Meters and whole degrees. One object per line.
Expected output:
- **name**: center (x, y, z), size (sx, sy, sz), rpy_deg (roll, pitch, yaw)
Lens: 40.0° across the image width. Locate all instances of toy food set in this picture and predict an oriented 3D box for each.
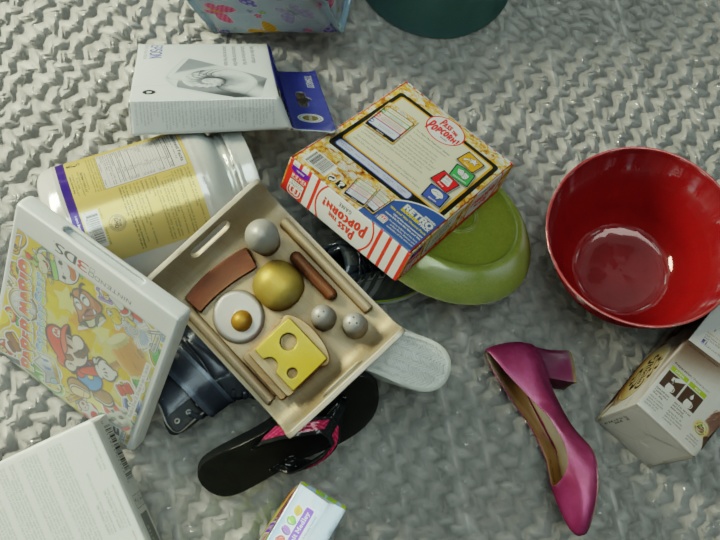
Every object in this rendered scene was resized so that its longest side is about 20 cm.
- **toy food set**: center (-0.078, 0.034, 0.904), size (0.143, 0.060, 0.200), rpy_deg (-43, 79, -5)

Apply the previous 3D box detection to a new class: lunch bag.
- **lunch bag**: center (-0.086, -0.366, 1.082), size (0.169, 0.127, 0.200), rpy_deg (4, 75, 21)

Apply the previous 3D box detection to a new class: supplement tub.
- **supplement tub**: center (-0.202, -0.058, 0.983), size (0.200, 0.145, 0.146), rpy_deg (-19, 77, -13)

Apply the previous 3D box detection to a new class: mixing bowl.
- **mixing bowl**: center (0.289, -0.019, 1.051), size (0.200, 0.108, 0.200), rpy_deg (0, 70, 1)

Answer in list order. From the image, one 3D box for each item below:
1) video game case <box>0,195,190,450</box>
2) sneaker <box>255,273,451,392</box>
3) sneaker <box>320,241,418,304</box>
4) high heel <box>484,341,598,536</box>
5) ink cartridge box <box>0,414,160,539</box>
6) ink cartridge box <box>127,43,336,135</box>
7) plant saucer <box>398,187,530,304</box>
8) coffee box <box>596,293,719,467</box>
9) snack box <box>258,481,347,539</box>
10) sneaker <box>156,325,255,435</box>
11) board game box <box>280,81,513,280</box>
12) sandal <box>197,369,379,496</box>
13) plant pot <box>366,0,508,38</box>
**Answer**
- **video game case**: center (-0.256, 0.055, 0.917), size (0.182, 0.200, 0.023), rpy_deg (35, 41, 8)
- **sneaker**: center (-0.012, 0.067, 0.989), size (0.200, 0.116, 0.074), rpy_deg (27, 83, -1)
- **sneaker**: center (0.000, 0.000, 1.026), size (0.200, 0.081, 0.074), rpy_deg (-17, 77, -12)
- **high heel**: center (0.181, 0.167, 1.003), size (0.096, 0.067, 0.200), rpy_deg (4, 67, -17)
- **ink cartridge box**: center (-0.300, 0.249, 0.926), size (0.200, 0.047, 0.160), rpy_deg (-24, 89, 3)
- **ink cartridge box**: center (-0.133, -0.192, 1.024), size (0.200, 0.200, 0.041), rpy_deg (-2, 118, -9)
- **plant saucer**: center (0.093, -0.054, 1.041), size (0.200, 0.031, 0.200), rpy_deg (11, 50, -13)
- **coffee box**: center (0.351, 0.101, 1.028), size (0.080, 0.113, 0.200), rpy_deg (42, 73, 5)
- **snack box**: center (-0.091, 0.292, 0.894), size (0.053, 0.142, 0.200), rpy_deg (31, 72, 2)
- **sneaker**: center (-0.112, 0.128, 0.980), size (0.202, 0.077, 0.146), rpy_deg (43, 81, -3)
- **board game box**: center (0.041, -0.097, 1.002), size (0.151, 0.046, 0.200), rpy_deg (40, 49, 12)
- **sandal**: center (-0.064, 0.165, 0.937), size (0.200, 0.045, 0.075), rpy_deg (-33, 119, 8)
- **plant pot**: center (0.097, -0.392, 1.117), size (0.200, 0.161, 0.201), rpy_deg (2, 73, -7)
